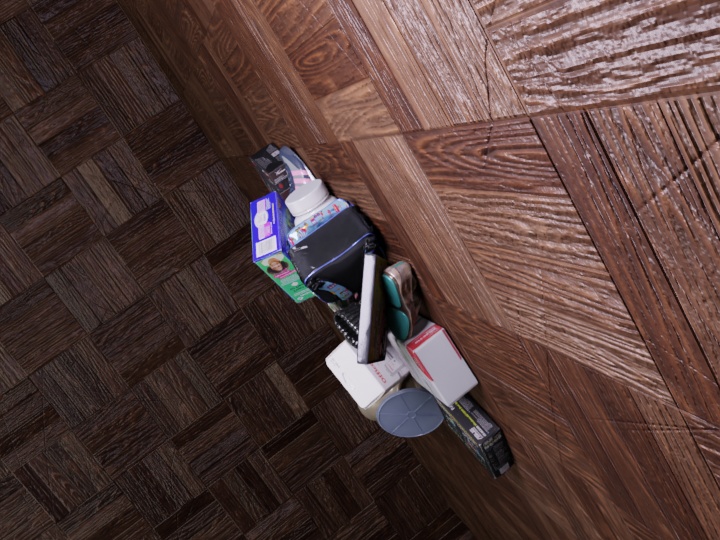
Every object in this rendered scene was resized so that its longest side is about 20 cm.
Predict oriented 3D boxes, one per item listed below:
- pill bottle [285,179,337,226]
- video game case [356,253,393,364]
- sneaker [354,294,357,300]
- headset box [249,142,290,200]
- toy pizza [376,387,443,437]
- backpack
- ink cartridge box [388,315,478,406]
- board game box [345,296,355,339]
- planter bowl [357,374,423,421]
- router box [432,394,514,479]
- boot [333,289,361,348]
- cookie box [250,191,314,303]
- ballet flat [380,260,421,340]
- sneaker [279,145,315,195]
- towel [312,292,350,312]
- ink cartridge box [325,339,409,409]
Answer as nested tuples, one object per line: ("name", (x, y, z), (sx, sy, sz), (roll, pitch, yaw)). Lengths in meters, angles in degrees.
("pill bottle", (-0.076, -0.093, 1.570), (0.201, 0.113, 0.113), (59, 170, -23))
("video game case", (0.029, 0.077, 1.376), (0.181, 0.025, 0.203), (21, -106, -77))
("sneaker", (0.000, 0.000, 1.701), (0.201, 0.079, 0.095), (54, 150, -1))
("headset box", (-0.191, -0.214, 1.851), (0.149, 0.075, 0.201), (43, 165, 52))
("toy pizza", (0.142, 0.395, 1.993), (0.032, 0.198, 0.201), (-94, -20, -52))
("backpack", (-0.043, -0.027, 1.458), (0.135, 0.182, 0.200), (55, 180, 24))
("ink cartridge box", (0.145, 0.182, 1.500), (0.145, 0.083, 0.200), (57, 171, -14))
("board game box", (-0.036, 0.064, 1.837), (0.136, 0.034, 0.202), (-83, -17, -63))
("planter bowl", (0.101, 0.350, 2.084), (0.134, 0.201, 0.201), (0, 130, 45))
("router box", (0.255, 0.357, 1.624), (0.200, 0.062, 0.151), (45, 167, 48))
("boot", (-0.005, 0.069, 1.568), (0.211, 0.157, 0.080), (38, 151, 36))
("cookie box", (-0.168, -0.050, 1.617), (0.200, 0.075, 0.173), (49, -154, -51))
("ballet flat", (0.088, 0.059, 1.393), (0.068, 0.067, 0.201), (32, 150, 31))
("sneaker", (-0.145, -0.197, 1.652), (0.201, 0.082, 0.070), (54, 172, 10))
("towel", (-0.075, 0.035, 1.625), (0.200, 0.023, 0.154), (46, -160, -52))
("ink cartridge box", (0.036, 0.204, 1.618), (0.147, 0.083, 0.199), (50, -146, 9))
